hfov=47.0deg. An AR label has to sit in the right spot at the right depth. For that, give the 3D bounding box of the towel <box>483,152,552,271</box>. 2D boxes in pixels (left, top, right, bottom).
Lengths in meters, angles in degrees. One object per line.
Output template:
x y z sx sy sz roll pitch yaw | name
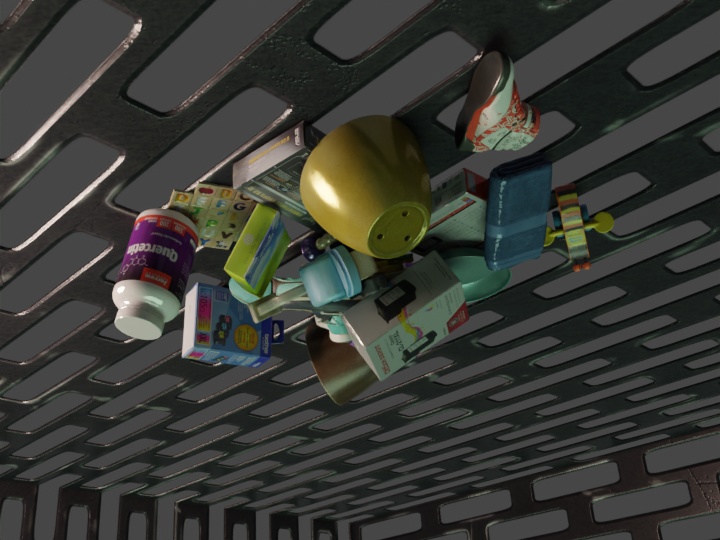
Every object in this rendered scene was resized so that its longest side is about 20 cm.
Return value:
0.254 -0.093 1.354 0.110 0.049 0.202 -17 135 -13 | towel

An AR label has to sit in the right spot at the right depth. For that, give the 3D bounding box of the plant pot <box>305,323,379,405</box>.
0.010 0.164 1.790 0.198 0.189 0.187 -26 148 12 | plant pot

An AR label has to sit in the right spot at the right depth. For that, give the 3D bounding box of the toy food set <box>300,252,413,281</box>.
0.000 0.000 1.513 0.195 0.050 0.199 -8 -177 -26 | toy food set

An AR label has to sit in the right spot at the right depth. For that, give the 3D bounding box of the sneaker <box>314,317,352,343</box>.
-0.056 0.060 1.660 0.082 0.123 0.200 -10 -165 -15 | sneaker

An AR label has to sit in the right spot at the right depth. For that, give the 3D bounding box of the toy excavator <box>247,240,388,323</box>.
-0.079 0.023 1.364 0.197 0.101 0.194 -22 -179 -20 | toy excavator

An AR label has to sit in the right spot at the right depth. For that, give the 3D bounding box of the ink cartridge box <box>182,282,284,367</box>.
-0.252 0.114 1.672 0.197 0.139 0.076 12 154 -30 | ink cartridge box

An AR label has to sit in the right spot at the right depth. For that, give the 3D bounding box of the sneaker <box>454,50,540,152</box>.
0.206 -0.232 1.150 0.106 0.068 0.202 0 156 -10 | sneaker

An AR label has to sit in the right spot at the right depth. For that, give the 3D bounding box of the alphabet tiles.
-0.251 -0.090 1.421 0.164 0.006 0.200 8 150 -21 | alphabet tiles

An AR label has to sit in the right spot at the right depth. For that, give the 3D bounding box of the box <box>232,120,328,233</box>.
-0.077 -0.141 1.302 0.157 0.049 0.199 -24 147 34 | box

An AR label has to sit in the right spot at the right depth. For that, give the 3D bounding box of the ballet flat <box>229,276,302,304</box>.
-0.157 0.044 1.599 0.197 0.069 0.070 5 172 22 | ballet flat

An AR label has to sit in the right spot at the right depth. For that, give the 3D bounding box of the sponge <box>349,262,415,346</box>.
0.038 0.068 1.653 0.030 0.113 0.200 31 142 -13 | sponge

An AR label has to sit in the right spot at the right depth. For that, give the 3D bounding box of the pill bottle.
-0.340 0.006 1.366 0.110 0.203 0.113 6 149 4 | pill bottle

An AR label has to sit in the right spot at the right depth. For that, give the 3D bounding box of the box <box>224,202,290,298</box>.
-0.167 -0.030 1.364 0.047 0.123 0.200 25 170 6 | box

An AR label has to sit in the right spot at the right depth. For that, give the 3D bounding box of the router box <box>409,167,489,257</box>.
0.169 -0.085 1.446 0.178 0.050 0.199 19 145 -38 | router box

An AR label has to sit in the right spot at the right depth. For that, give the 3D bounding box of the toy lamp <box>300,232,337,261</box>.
-0.029 -0.075 1.430 0.058 0.059 0.199 17 147 -36 | toy lamp

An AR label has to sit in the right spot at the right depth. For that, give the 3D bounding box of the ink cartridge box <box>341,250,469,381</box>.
0.081 0.082 1.436 0.199 0.083 0.146 -34 148 -6 | ink cartridge box

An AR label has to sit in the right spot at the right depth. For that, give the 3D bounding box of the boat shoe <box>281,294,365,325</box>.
-0.054 0.065 1.495 0.196 0.063 0.075 -4 -168 5 | boat shoe

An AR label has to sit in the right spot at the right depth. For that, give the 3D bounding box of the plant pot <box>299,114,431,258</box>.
0.026 -0.101 1.211 0.197 0.143 0.202 -17 138 -16 | plant pot

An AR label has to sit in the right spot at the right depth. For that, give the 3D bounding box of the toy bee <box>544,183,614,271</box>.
0.386 -0.062 1.459 0.130 0.110 0.199 -25 146 32 | toy bee

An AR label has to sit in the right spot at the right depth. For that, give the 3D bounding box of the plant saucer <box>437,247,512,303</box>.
0.179 0.006 1.530 0.196 0.037 0.201 -3 153 -1 | plant saucer
